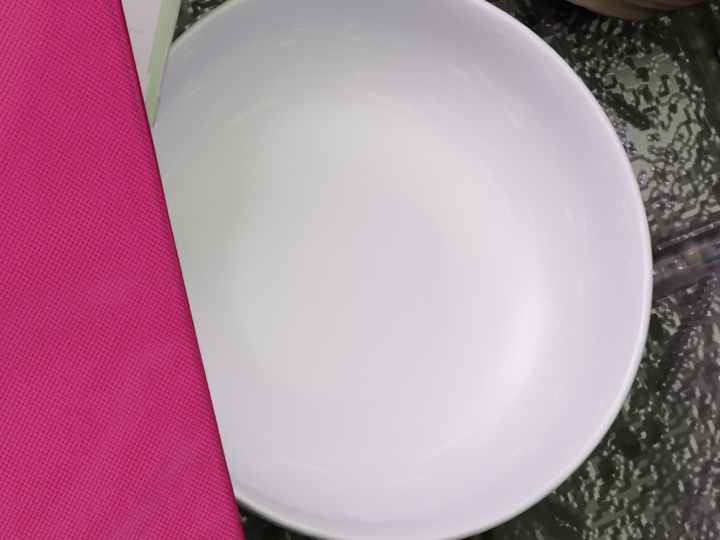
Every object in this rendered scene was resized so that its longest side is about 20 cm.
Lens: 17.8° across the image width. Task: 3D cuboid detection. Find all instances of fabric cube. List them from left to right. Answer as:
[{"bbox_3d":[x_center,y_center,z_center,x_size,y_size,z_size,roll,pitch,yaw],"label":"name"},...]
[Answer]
[{"bbox_3d":[-0.170,0.000,0.657,0.198,0.196,0.201,-19,109,-19],"label":"fabric cube"}]

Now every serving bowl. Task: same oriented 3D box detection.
[{"bbox_3d":[0.000,0.000,0.808,0.198,0.066,0.202,4,76,-15],"label":"serving bowl"}]

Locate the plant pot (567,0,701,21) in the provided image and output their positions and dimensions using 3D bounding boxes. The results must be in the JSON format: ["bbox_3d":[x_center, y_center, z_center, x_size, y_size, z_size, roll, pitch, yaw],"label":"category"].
[{"bbox_3d":[0.087,-0.156,0.834,0.200,0.201,0.093,27,113,-9],"label":"plant pot"}]

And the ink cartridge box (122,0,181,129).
[{"bbox_3d":[-0.070,-0.169,0.734,0.047,0.201,0.146,9,35,-12],"label":"ink cartridge box"}]

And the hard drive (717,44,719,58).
[{"bbox_3d":[0.255,-0.067,0.919,0.199,0.026,0.133,-23,85,-20],"label":"hard drive"}]
